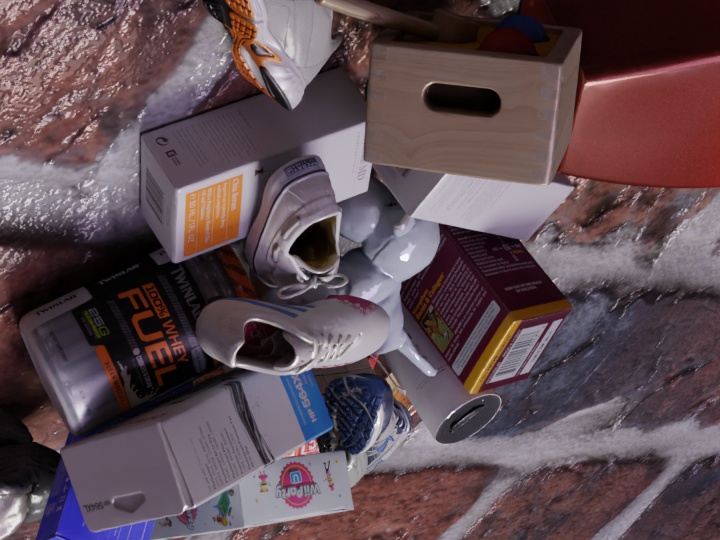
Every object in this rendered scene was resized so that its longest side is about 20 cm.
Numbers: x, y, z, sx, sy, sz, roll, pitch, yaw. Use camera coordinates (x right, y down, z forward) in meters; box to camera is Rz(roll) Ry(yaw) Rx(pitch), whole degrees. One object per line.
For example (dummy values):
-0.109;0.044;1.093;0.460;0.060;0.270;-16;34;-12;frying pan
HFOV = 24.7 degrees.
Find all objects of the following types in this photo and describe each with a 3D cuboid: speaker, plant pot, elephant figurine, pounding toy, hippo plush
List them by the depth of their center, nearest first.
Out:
0.074;-0.166;1.361;0.184;0.198;0.143;-54;150;-68;pounding toy
0.248;-0.196;1.530;0.175;0.201;0.201;-12;145;-15;plant pot
-0.337;0.204;1.549;0.199;0.142;0.155;-36;166;12;elephant figurine
0.000;0.000;1.559;0.161;0.199;0.159;-60;164;24;hippo plush
0.062;0.081;1.705;0.081;0.201;0.081;-25;149;-16;speaker

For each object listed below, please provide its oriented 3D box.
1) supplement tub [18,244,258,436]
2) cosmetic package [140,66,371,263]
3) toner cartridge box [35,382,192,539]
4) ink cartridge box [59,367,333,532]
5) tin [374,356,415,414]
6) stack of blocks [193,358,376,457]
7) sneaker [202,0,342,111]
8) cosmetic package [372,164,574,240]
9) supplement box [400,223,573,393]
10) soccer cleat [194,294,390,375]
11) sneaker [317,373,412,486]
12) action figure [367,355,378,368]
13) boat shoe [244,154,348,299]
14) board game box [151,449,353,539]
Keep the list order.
-0.195;0.054;1.484;0.199;0.123;0.123;-27;149;-15;supplement tub
-0.089;-0.093;1.437;0.199;0.071;0.102;-22;148;-23;cosmetic package
-0.228;0.177;1.535;0.095;0.201;0.043;32;145;-28;toner cartridge box
-0.146;0.152;1.480;0.145;0.085;0.199;-19;-177;39;ink cartridge box
0.031;0.143;1.927;0.200;0.042;0.112;-47;152;19;tin
-0.082;0.137;1.718;0.198;0.059;0.116;-7;128;-21;stack of blocks
-0.069;-0.218;1.296;0.092;0.076;0.200;-48;153;-13;sneaker
0.102;-0.102;1.579;0.199;0.113;0.081;5;131;-51;cosmetic package
0.106;0.009;1.647;0.085;0.200;0.111;-10;142;-39;supplement box
-0.049;0.064;1.445;0.199;0.086;0.070;1;113;-32;soccer cleat
0.012;0.148;1.667;0.085;0.077;0.200;-25;160;-22;sneaker
-0.055;0.126;1.800;0.199;0.052;0.066;-27;154;-2;action figure
-0.045;-0.016;1.424;0.074;0.086;0.202;-21;160;-21;boat shoe
-0.127;0.231;1.666;0.147;0.065;0.199;-1;170;-44;board game box
